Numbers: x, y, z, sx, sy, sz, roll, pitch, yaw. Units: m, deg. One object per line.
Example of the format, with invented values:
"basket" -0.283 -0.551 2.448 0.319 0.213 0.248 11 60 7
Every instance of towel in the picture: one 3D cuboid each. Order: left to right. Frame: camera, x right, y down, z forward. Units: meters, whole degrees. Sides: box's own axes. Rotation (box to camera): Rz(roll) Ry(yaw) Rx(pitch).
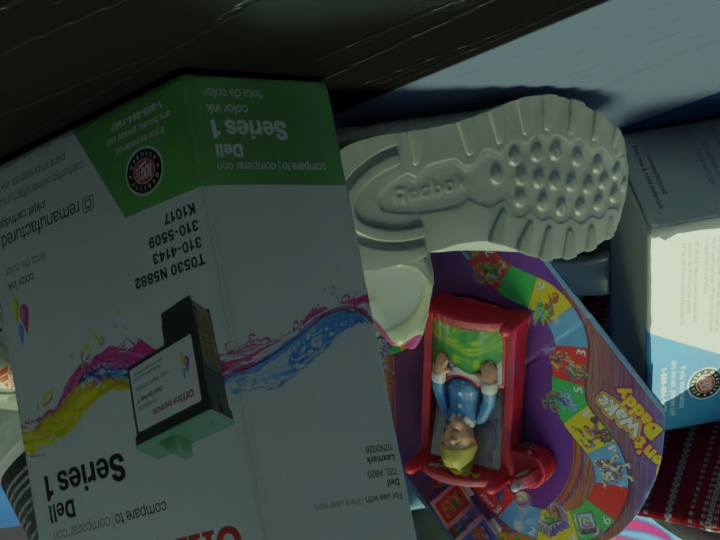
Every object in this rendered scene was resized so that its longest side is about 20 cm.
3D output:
"towel" 0.199 0.083 1.103 0.199 0.145 0.023 10 141 19

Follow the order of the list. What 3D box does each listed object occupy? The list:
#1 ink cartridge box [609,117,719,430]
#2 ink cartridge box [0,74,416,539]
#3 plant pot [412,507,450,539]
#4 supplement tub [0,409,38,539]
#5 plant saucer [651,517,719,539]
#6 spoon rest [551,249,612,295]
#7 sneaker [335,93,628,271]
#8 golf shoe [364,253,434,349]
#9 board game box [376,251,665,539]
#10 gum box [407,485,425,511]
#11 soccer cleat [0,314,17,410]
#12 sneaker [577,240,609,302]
"ink cartridge box" 0.235 -0.008 1.058 0.199 0.084 0.146 -10 131 -4
"ink cartridge box" -0.070 0.038 0.833 0.084 0.201 0.145 -1 167 -46
"plant pot" 0.026 0.228 1.187 0.200 0.201 0.183 -14 -175 20
"supplement tub" -0.139 0.135 1.242 0.140 0.200 0.140 -28 166 -8
"plant saucer" 0.237 0.072 1.155 0.199 0.201 0.050 -11 136 2
"spoon rest" 0.176 -0.025 1.115 0.199 0.061 0.100 -11 137 15
"sneaker" 0.038 -0.042 0.926 0.199 0.077 0.080 -2 -175 -37
"golf shoe" -0.054 0.016 1.061 0.199 0.092 0.075 -13 172 24
"board game box" 0.060 0.071 1.063 0.158 0.200 0.039 -40 177 34
"gum box" 0.051 0.106 1.241 0.169 0.045 0.200 -11 155 -12
"soccer cleat" -0.171 0.053 1.142 0.199 0.070 0.077 0 180 27
"sneaker" 0.112 0.005 1.219 0.200 0.080 0.074 -16 171 37
